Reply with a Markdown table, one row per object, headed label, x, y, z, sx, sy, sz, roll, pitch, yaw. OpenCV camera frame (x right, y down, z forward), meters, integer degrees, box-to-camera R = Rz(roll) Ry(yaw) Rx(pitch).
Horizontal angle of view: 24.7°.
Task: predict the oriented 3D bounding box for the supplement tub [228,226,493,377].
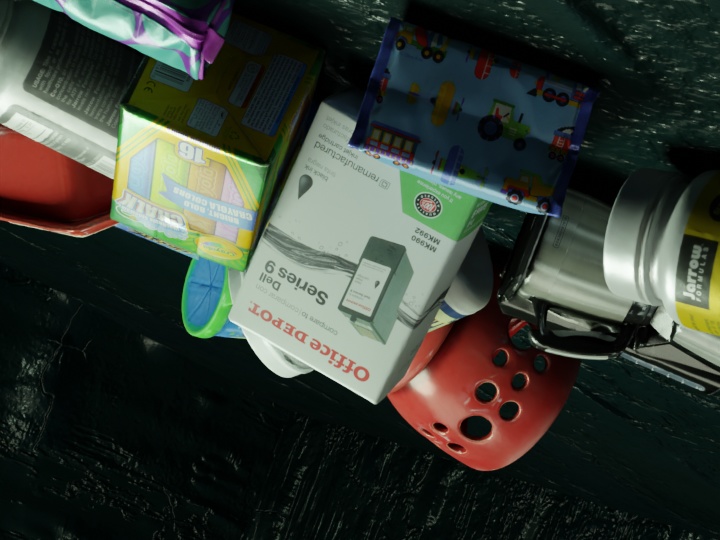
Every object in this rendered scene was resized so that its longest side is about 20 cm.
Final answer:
| label | x | y | z | sx | sy | sz | roll | pitch | yaw |
| --- | --- | --- | --- | --- | --- | --- | --- | --- | --- |
| supplement tub | 0.000 | 0.000 | 1.427 | 0.198 | 0.146 | 0.145 | -24 | 149 | 21 |

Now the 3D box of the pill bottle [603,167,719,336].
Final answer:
| label | x | y | z | sx | sy | sz | roll | pitch | yaw |
| --- | --- | --- | --- | --- | --- | --- | --- | --- | --- |
| pill bottle | 0.278 | -0.006 | 1.143 | 0.198 | 0.115 | 0.114 | 14 | 168 | 31 |

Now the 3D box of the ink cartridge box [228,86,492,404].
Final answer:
| label | x | y | z | sx | sy | sz | roll | pitch | yaw |
| --- | --- | --- | --- | --- | --- | --- | --- | --- | --- |
| ink cartridge box | 0.004 | -0.019 | 1.297 | 0.145 | 0.202 | 0.084 | 29 | -159 | 9 |

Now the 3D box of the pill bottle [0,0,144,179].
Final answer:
| label | x | y | z | sx | sy | sz | roll | pitch | yaw |
| --- | --- | --- | --- | --- | --- | --- | --- | --- | --- |
| pill bottle | -0.260 | -0.165 | 1.414 | 0.199 | 0.114 | 0.113 | 27 | 168 | -26 |

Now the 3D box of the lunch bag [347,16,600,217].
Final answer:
| label | x | y | z | sx | sy | sz | roll | pitch | yaw |
| --- | --- | --- | --- | --- | --- | --- | --- | --- | --- |
| lunch bag | 0.078 | -0.100 | 1.179 | 0.149 | 0.095 | 0.200 | 19 | -179 | 2 |

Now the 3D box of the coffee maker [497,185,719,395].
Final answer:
| label | x | y | z | sx | sy | sz | roll | pitch | yaw |
| --- | --- | --- | --- | --- | --- | --- | --- | --- | --- |
| coffee maker | 0.223 | 0.007 | 1.351 | 0.198 | 0.136 | 0.192 | 22 | -167 | 1 |

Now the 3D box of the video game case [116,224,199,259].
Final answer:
| label | x | y | z | sx | sy | sz | roll | pitch | yaw |
| --- | --- | --- | --- | --- | --- | --- | --- | --- | --- |
| video game case | -0.283 | -0.080 | 2.074 | 0.198 | 0.046 | 0.181 | 22 | 170 | -4 |

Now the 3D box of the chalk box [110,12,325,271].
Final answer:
| label | x | y | z | sx | sy | sz | roll | pitch | yaw |
| --- | --- | --- | --- | --- | --- | --- | --- | --- | --- |
| chalk box | -0.117 | -0.092 | 1.295 | 0.123 | 0.125 | 0.201 | 21 | 148 | 2 |

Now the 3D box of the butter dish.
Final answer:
| label | x | y | z | sx | sy | sz | roll | pitch | yaw |
| --- | --- | --- | --- | --- | --- | --- | --- | --- | --- |
| butter dish | -0.266 | -0.128 | 1.567 | 0.198 | 0.150 | 0.199 | 10 | -154 | 43 |

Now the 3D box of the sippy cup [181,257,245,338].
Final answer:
| label | x | y | z | sx | sy | sz | roll | pitch | yaw |
| --- | --- | --- | --- | --- | --- | --- | --- | --- | --- |
| sippy cup | -0.151 | 0.033 | 2.183 | 0.129 | 0.140 | 0.179 | 15 | -147 | -28 |

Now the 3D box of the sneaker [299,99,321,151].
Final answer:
| label | x | y | z | sx | sy | sz | roll | pitch | yaw |
| --- | --- | --- | --- | --- | --- | --- | --- | --- | --- |
| sneaker | -0.035 | -0.111 | 1.377 | 0.198 | 0.066 | 0.079 | 6 | 143 | 35 |

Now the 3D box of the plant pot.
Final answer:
| label | x | y | z | sx | sy | sz | roll | pitch | yaw |
| --- | --- | --- | --- | --- | --- | --- | --- | --- | --- |
| plant pot | 0.102 | 0.080 | 1.710 | 0.181 | 0.202 | 0.200 | 32 | 166 | -20 |

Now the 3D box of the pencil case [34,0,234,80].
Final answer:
| label | x | y | z | sx | sy | sz | roll | pitch | yaw |
| --- | --- | --- | --- | --- | --- | --- | --- | --- | --- |
| pencil case | -0.183 | -0.206 | 1.133 | 0.198 | 0.086 | 0.093 | 22 | -161 | -9 |
